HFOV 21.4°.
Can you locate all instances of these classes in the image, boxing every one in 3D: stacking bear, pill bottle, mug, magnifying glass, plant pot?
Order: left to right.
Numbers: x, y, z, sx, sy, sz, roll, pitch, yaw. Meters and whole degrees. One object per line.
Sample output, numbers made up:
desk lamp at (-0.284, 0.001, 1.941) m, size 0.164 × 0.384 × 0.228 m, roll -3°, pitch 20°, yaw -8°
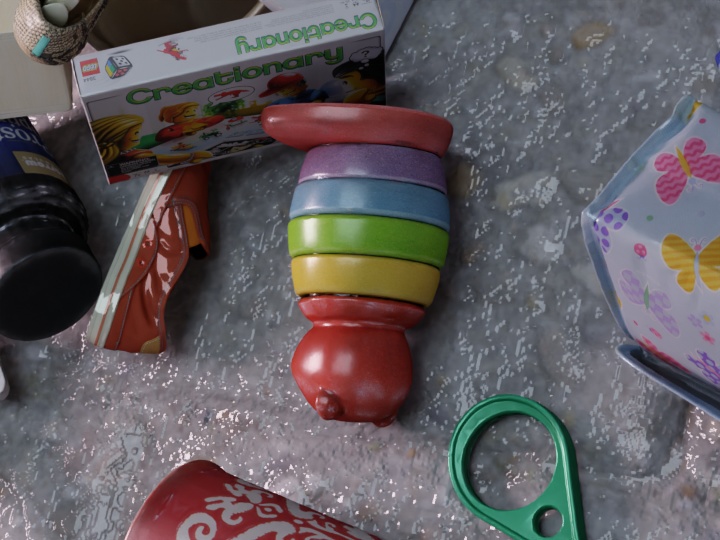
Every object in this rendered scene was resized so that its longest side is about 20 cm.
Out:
pill bottle at (-0.263, -0.045, 1.368) m, size 0.112 × 0.112 × 0.200 m, roll -44°, pitch 52°, yaw 8°
plant pot at (-0.107, -0.223, 1.371) m, size 0.201 × 0.093 × 0.201 m, roll -10°, pitch 68°, yaw 25°
mug at (-0.041, 0.229, 1.167) m, size 0.200 × 0.133 × 0.178 m, roll 15°, pitch 81°, yaw 26°
stacking bear at (0.000, 0.000, 1.236) m, size 0.114 × 0.121 × 0.200 m, roll 0°, pitch 82°, yaw 35°
magnifying glass at (0.121, 0.162, 1.166) m, size 0.080 × 0.022 × 0.200 m, roll -38°, pitch 58°, yaw 11°

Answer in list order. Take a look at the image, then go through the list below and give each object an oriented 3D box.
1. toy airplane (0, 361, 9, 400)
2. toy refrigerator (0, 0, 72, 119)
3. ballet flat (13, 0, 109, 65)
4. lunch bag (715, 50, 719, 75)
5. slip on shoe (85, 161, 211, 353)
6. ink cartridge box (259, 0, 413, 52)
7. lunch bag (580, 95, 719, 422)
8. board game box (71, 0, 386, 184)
toy airplane at (-0.357, 0.077, 1.370) m, size 0.200 × 0.141 × 0.199 m, roll 14°, pitch 79°, yaw 31°
toy refrigerator at (-0.252, -0.204, 1.399) m, size 0.070 × 0.076 × 0.200 m, roll -7°, pitch 44°, yaw -3°
ballet flat at (-0.172, -0.230, 1.293) m, size 0.075 × 0.068 × 0.200 m, roll -28°, pitch 35°, yaw 64°
lunch bag at (0.300, -0.101, 1.103) m, size 0.200 × 0.127 × 0.170 m, roll -39°, pitch 54°, yaw 45°
slip on shoe at (-0.132, -0.031, 1.342) m, size 0.061 × 0.074 × 0.200 m, roll 21°, pitch 74°, yaw -5°
ink cartridge box at (-0.012, -0.240, 1.264) m, size 0.047 × 0.200 × 0.160 m, roll 26°, pitch 86°, yaw 30°
lunch bag at (0.228, 0.028, 1.047) m, size 0.169 × 0.200 × 0.127 m, roll 32°, pitch 74°, yaw 33°
board game box at (-0.082, -0.120, 1.261) m, size 0.200 × 0.126 × 0.035 m, roll -14°, pitch 67°, yaw -4°
